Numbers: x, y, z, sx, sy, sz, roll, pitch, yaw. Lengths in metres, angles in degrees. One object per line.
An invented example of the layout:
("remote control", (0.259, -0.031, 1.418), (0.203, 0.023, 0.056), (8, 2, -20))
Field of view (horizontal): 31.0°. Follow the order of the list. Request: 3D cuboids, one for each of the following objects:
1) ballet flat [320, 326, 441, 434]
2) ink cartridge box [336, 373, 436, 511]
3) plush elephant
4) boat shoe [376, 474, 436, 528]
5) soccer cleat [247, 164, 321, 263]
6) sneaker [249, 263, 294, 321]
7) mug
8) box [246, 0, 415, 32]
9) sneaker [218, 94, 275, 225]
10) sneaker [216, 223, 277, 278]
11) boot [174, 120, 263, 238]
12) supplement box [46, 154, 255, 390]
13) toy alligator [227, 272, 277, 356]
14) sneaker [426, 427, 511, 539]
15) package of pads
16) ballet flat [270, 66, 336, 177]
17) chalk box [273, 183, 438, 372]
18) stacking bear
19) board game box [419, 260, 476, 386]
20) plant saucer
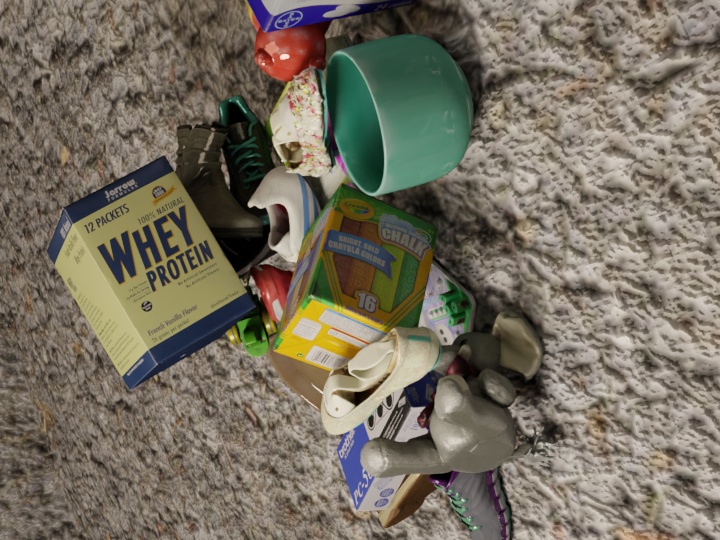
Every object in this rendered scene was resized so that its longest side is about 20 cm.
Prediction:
("ballet flat", (0.002, 0.106, 1.318), (0.200, 0.062, 0.068), (-41, 48, 41))
("ink cartridge box", (0.031, 0.187, 1.529), (0.200, 0.044, 0.094), (114, 147, -41))
("plush elephant", (0.109, 0.122, 1.359), (0.165, 0.199, 0.155), (-51, 39, 42))
("boat shoe", (0.053, 0.253, 1.607), (0.072, 0.072, 0.200), (59, 155, 19))
("soccer cleat", (-0.061, -0.028, 1.515), (0.070, 0.086, 0.200), (-2, 128, 53))
("sneaker", (-0.062, 0.011, 1.594), (0.200, 0.115, 0.079), (49, -164, -81))
("mug", (0.040, -0.163, 1.332), (0.185, 0.114, 0.153), (-166, 60, -71))
("box", (-0.009, -0.339, 1.251), (0.105, 0.183, 0.200), (64, 151, 16))
("sneaker", (-0.141, -0.137, 1.594), (0.091, 0.077, 0.200), (67, -179, -47))
("sneaker", (-0.122, -0.039, 1.624), (0.074, 0.200, 0.079), (39, 160, 29))
("boot", (-0.178, -0.111, 1.551), (0.200, 0.068, 0.131), (19, 103, 52))
("supplement box", (-0.248, 0.008, 1.508), (0.200, 0.134, 0.200), (58, 157, 2))
("toy alligator", (-0.137, 0.060, 1.643), (0.200, 0.059, 0.054), (-108, 0, -65))
("sneaker", (0.113, 0.250, 1.477), (0.074, 0.087, 0.201), (17, 120, 56))
("package of pads", (-0.034, -0.157, 1.521), (0.155, 0.068, 0.200), (64, 154, 13))
("ballet flat", (-0.062, -0.146, 1.362), (0.200, 0.064, 0.076), (84, 174, -69))
("chalk box", (0.000, 0.000, 1.407), (0.124, 0.124, 0.200), (128, 160, -52))
("stacking bear", (-0.074, -0.283, 1.380), (0.114, 0.121, 0.201), (115, 159, -52))
("board game box", (0.056, 0.063, 1.535), (0.200, 0.026, 0.201), (44, 141, 41))
("plant saucer", (-0.033, 0.138, 1.647), (0.200, 0.029, 0.200), (29, 152, 17))
